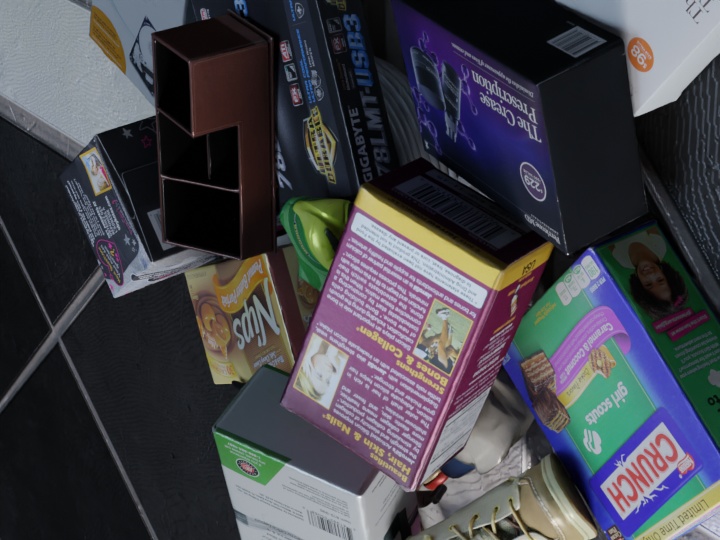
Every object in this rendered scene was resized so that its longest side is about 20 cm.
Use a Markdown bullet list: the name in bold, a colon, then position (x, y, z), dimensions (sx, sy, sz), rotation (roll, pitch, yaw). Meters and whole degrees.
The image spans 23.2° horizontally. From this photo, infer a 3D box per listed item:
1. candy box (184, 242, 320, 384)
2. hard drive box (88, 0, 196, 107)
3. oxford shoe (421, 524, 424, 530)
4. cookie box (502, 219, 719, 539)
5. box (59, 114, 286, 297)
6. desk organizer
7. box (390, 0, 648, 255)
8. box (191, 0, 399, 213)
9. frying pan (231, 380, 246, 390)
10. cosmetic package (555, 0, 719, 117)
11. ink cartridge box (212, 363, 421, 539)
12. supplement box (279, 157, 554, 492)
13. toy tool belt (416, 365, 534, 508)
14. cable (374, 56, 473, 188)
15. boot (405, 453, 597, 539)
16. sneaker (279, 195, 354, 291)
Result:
- **candy box**: position (-0.091, 0.041, 1.623), dimensions (0.200, 0.055, 0.116), rotation (-10, 96, 62)
- **hard drive box**: position (-0.182, -0.270, 1.664), dimensions (0.156, 0.076, 0.201), rotation (45, 141, 31)
- **oxford shoe**: position (-0.004, 0.228, 1.608), dimensions (0.071, 0.074, 0.200), rotation (-96, -21, -44)
- **cookie box**: position (0.207, 0.094, 1.298), dimensions (0.201, 0.075, 0.171), rotation (59, 147, 14)
- **box**: position (-0.152, -0.075, 1.617), dimensions (0.115, 0.199, 0.133), rotation (-34, 80, 59)
- **desk organizer**: position (-0.120, -0.104, 1.454), dimensions (0.072, 0.077, 0.202), rotation (38, 137, 45)
- **box**: position (0.112, -0.122, 1.260), dimensions (0.200, 0.078, 0.142), rotation (41, 155, 51)
- **box**: position (-0.055, -0.152, 1.448), dimensions (0.198, 0.049, 0.202), rotation (-3, 102, 57)
- **frying pan**: position (-0.037, 0.131, 1.573), dimensions (0.031, 0.114, 0.190), rotation (-63, 22, -2)
- **cosmetic package**: position (0.180, -0.227, 1.173), dimensions (0.201, 0.051, 0.151), rotation (59, 150, 14)
- **ink cartridge box**: position (-0.031, 0.191, 1.465), dimensions (0.146, 0.083, 0.201), rotation (21, 143, 24)
- **supplement box**: position (0.042, 0.039, 1.314), dimensions (0.130, 0.103, 0.201), rotation (32, 118, 18)
- **toy tool belt**: position (0.063, 0.107, 1.465), dimensions (0.123, 0.125, 0.200), rotation (41, 148, -4)
- **cable**: position (0.004, -0.085, 1.501), dimensions (0.200, 0.069, 0.201), rotation (47, 143, 30)
- **boot**: position (0.102, 0.211, 1.388), dimensions (0.073, 0.154, 0.200), rotation (63, 177, 9)
- **sneaker**: position (0.000, 0.000, 1.433), dimensions (0.083, 0.074, 0.200), rotation (27, 160, 42)
